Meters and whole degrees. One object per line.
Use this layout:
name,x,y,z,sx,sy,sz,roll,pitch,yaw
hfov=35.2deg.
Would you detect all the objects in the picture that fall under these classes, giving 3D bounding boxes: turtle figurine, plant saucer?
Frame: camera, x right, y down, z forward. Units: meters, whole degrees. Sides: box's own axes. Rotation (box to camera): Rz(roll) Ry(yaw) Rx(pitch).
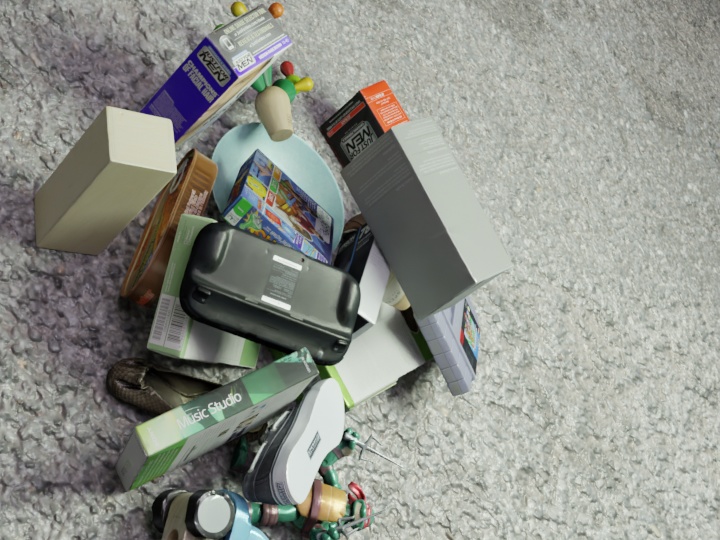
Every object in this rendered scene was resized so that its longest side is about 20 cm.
turtle figurine,-0.049,0.254,1.261,0.197,0.101,0.151,12,40,-15
plant saucer,-0.111,-0.090,1.439,0.199,0.039,0.204,19,56,-31

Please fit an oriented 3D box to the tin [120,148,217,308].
tin,-0.214,-0.048,1.280,0.042,0.112,0.202,32,51,-22

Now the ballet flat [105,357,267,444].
ballet flat,-0.183,0.141,1.249,0.198,0.046,0.068,25,54,-27

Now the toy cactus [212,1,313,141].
toy cactus,-0.113,-0.245,1.448,0.200,0.101,0.167,44,25,-68

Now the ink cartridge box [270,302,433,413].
ink cartridge box,-0.007,0.084,1.405,0.199,0.075,0.149,-23,82,-47

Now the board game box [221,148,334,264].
board game box,-0.090,-0.061,1.319,0.135,0.034,0.200,42,15,-13

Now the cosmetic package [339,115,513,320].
cosmetic package,0.074,-0.059,1.287,0.090,0.106,0.202,-24,84,-47

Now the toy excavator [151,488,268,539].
toy excavator,-0.123,0.333,1.158,0.198,0.099,0.197,24,67,-30

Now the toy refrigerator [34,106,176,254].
toy refrigerator,-0.272,-0.092,1.196,0.075,0.199,0.071,7,61,-35

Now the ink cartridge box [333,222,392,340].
ink cartridge box,0.000,0.000,1.335,0.039,0.099,0.202,34,46,-16

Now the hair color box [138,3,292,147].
hair color box,-0.179,-0.220,1.341,0.065,0.199,0.109,50,46,-4

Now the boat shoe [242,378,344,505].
boat shoe,-0.071,0.182,1.217,0.201,0.067,0.073,-61,137,-57

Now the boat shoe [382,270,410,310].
boat shoe,0.054,-0.030,1.431,0.069,0.073,0.202,41,44,-21

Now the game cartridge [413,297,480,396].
game cartridge,0.116,0.060,1.473,0.131,0.038,0.201,59,20,-18

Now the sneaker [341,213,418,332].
sneaker,0.033,0.020,1.492,0.075,0.070,0.203,-18,79,-18

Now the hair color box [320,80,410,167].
hair color box,0.040,-0.143,1.547,0.061,0.101,0.202,-30,87,-45

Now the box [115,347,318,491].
box,-0.150,0.154,1.169,0.198,0.144,0.037,-25,77,-29

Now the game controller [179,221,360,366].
game controller,-0.089,0.025,1.182,0.198,0.042,0.106,22,68,-25

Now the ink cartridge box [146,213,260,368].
ink cartridge box,-0.156,0.029,1.258,0.200,0.047,0.148,27,76,-73
